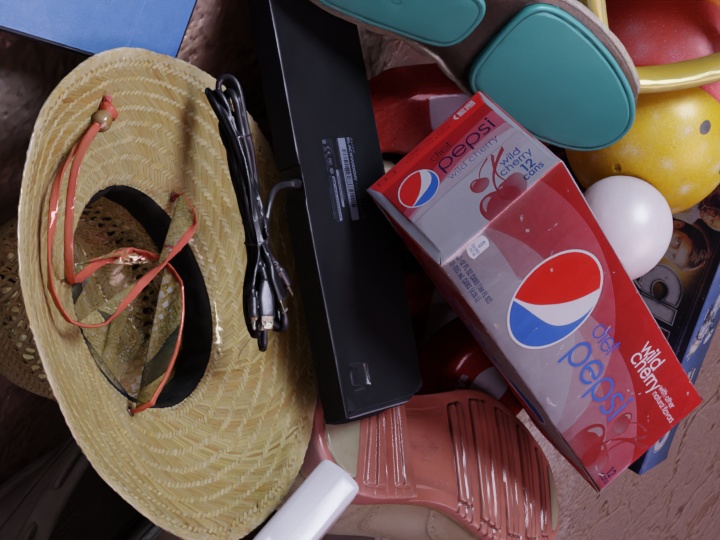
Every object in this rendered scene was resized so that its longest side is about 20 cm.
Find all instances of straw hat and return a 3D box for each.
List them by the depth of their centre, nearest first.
[{"bbox_3d":[-0.101,0.012,0.744,0.201,0.085,0.203,30,55,-56],"label":"straw hat"}]

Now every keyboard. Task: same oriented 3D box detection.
[{"bbox_3d":[-0.024,-0.036,0.789,0.127,0.020,0.202,-8,87,-61],"label":"keyboard"}]

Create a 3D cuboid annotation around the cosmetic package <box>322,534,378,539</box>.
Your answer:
[{"bbox_3d":[-0.029,0.176,0.982,0.200,0.050,0.083,-67,178,-74],"label":"cosmetic package"}]

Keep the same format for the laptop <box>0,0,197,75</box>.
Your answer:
[{"bbox_3d":[-0.046,-0.162,0.642,0.187,0.199,0.117,9,69,-61],"label":"laptop"}]

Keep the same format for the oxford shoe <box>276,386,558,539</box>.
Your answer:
[{"bbox_3d":[0.020,0.093,0.887,0.199,0.074,0.071,25,54,-45],"label":"oxford shoe"}]

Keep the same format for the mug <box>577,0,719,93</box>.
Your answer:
[{"bbox_3d":[0.138,-0.187,0.851,0.152,0.188,0.149,-12,170,-14],"label":"mug"}]

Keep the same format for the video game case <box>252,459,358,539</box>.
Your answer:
[{"bbox_3d":[-0.089,0.181,0.788,0.182,0.024,0.200,-47,174,-36],"label":"video game case"}]

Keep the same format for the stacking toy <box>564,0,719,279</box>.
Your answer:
[{"bbox_3d":[0.149,-0.075,0.958,0.147,0.145,0.201,75,28,-54],"label":"stacking toy"}]

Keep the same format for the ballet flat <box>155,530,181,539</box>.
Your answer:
[{"bbox_3d":[-0.115,0.218,0.959,0.069,0.069,0.201,-9,125,-56],"label":"ballet flat"}]

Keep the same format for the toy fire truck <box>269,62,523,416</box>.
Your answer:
[{"bbox_3d":[0.000,0.000,0.906,0.167,0.112,0.201,-11,128,-32],"label":"toy fire truck"}]

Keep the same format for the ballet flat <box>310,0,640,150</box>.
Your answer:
[{"bbox_3d":[0.049,-0.118,0.829,0.199,0.063,0.067,28,124,-37],"label":"ballet flat"}]

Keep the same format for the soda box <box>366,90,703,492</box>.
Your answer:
[{"bbox_3d":[0.082,0.014,0.850,0.070,0.063,0.200,-41,137,-3],"label":"soda box"}]

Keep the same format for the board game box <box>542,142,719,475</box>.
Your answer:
[{"bbox_3d":[0.145,-0.001,1.097,0.035,0.135,0.201,-21,134,-49],"label":"board game box"}]

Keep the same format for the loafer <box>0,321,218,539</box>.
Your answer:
[{"bbox_3d":[-0.091,0.080,0.822,0.200,0.070,0.070,-48,128,-7],"label":"loafer"}]
